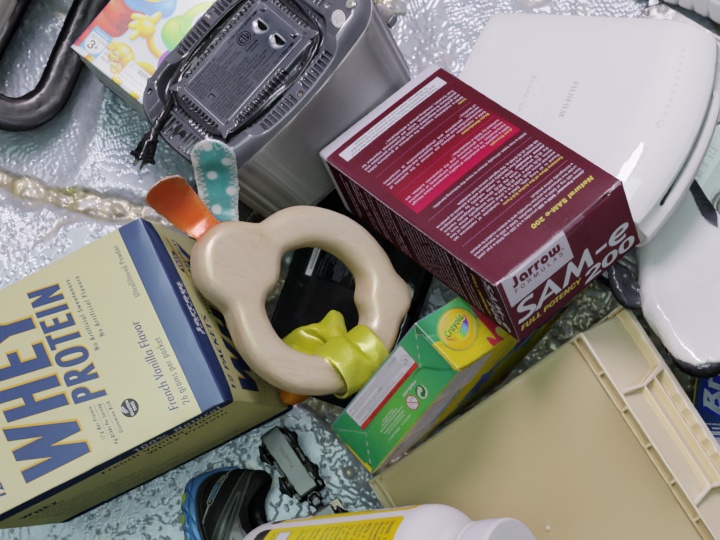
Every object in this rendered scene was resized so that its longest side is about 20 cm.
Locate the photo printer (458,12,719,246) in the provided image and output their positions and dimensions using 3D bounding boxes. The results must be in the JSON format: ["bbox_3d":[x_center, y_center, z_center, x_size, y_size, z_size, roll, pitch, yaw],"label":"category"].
[{"bbox_3d":[0.153,-0.100,1.299,0.200,0.069,0.167,10,67,40],"label":"photo printer"}]

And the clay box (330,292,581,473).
[{"bbox_3d":[0.075,0.054,1.265,0.048,0.200,0.115,46,127,11],"label":"clay box"}]

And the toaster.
[{"bbox_3d":[-0.056,-0.119,1.282,0.200,0.129,0.114,-49,58,0],"label":"toaster"}]

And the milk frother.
[{"bbox_3d":[-0.283,-0.203,1.343,0.180,0.200,0.189,25,84,4],"label":"milk frother"}]

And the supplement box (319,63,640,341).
[{"bbox_3d":[0.075,-0.049,1.216,0.109,0.061,0.200,-38,44,-12],"label":"supplement box"}]

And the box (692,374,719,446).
[{"bbox_3d":[0.284,0.062,1.309,0.070,0.064,0.201,13,82,-33],"label":"box"}]

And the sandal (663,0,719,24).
[{"bbox_3d":[0.281,-0.220,1.371,0.202,0.083,0.050,25,41,10],"label":"sandal"}]

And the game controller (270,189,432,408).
[{"bbox_3d":[0.000,0.000,1.374,0.104,0.042,0.201,17,82,22],"label":"game controller"}]

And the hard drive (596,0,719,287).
[{"bbox_3d":[0.220,-0.082,1.364,0.140,0.038,0.200,33,86,9],"label":"hard drive"}]

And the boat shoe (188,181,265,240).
[{"bbox_3d":[-0.070,-0.100,1.380,0.067,0.057,0.200,33,85,9],"label":"boat shoe"}]

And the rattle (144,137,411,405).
[{"bbox_3d":[-0.075,0.003,1.256,0.200,0.143,0.130,30,86,-16],"label":"rattle"}]

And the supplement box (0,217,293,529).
[{"bbox_3d":[-0.179,0.076,1.279,0.200,0.200,0.135,-27,80,7],"label":"supplement box"}]

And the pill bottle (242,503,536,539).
[{"bbox_3d":[0.018,0.214,1.219,0.200,0.112,0.113,-11,79,35],"label":"pill bottle"}]

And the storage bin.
[{"bbox_3d":[0.144,0.164,1.263,0.200,0.094,0.199,-37,80,26],"label":"storage bin"}]

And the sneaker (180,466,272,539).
[{"bbox_3d":[-0.070,0.235,1.321,0.082,0.071,0.200,-17,77,8],"label":"sneaker"}]

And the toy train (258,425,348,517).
[{"bbox_3d":[-0.012,0.199,1.336,0.034,0.046,0.200,-33,79,-2],"label":"toy train"}]

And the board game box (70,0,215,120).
[{"bbox_3d":[-0.103,-0.198,1.374,0.103,0.105,0.200,39,86,10],"label":"board game box"}]

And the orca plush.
[{"bbox_3d":[0.215,-0.004,1.300,0.105,0.071,0.200,-24,59,-8],"label":"orca plush"}]
